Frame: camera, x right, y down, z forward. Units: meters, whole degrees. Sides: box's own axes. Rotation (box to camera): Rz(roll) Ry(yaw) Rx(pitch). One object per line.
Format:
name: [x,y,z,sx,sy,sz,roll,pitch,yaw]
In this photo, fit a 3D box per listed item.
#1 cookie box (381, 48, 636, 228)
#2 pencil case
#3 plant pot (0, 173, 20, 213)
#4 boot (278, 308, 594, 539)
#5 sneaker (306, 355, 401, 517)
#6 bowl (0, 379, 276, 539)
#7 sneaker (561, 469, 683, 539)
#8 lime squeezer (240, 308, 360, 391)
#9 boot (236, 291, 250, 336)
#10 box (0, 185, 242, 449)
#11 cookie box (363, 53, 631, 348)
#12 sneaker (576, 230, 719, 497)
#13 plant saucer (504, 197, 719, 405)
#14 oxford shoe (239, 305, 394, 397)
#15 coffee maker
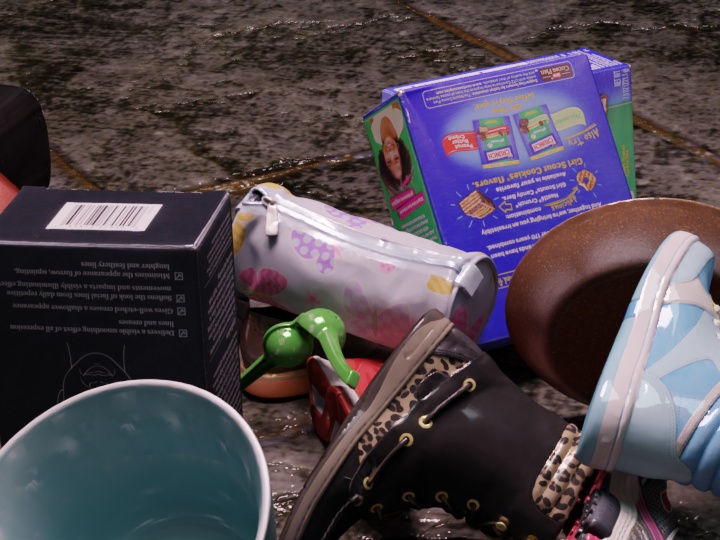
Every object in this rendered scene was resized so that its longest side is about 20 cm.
cookie box: [0.125,-0.079,1.803,0.200,0.171,0.075,-14,21,-24]
pencil case: [0.000,0.000,1.575,0.200,0.091,0.083,20,40,25]
plant pot: [-0.345,0.008,1.592,0.176,0.200,0.200,21,48,9]
boot: [0.048,0.143,1.374,0.151,0.200,0.073,33,-10,2]
sneaker: [0.037,0.100,1.509,0.115,0.078,0.200,-9,25,-12]
bowl: [-0.128,0.174,1.260,0.201,0.105,0.201,-11,52,15]
sneaker: [0.169,0.163,1.366,0.075,0.081,0.200,29,28,2]
lime squeezer: [-0.044,0.064,1.533,0.038,0.071,0.200,19,-19,-30]
boot: [-0.199,0.040,1.683,0.154,0.074,0.204,9,19,31]
box: [-0.164,0.054,1.480,0.148,0.200,0.107,2,22,9]
cookie box: [0.115,-0.048,1.669,0.171,0.200,0.075,-13,-7,-24]
sneaker: [0.221,0.066,1.367,0.130,0.080,0.200,20,49,10]
plant saucer: [0.200,0.037,1.508,0.200,0.201,0.037,-1,43,4]
oxford shoe: [-0.002,0.037,1.664,0.200,0.073,0.071,-18,27,-33]
coffee maker: [-0.346,-0.073,1.926,0.192,0.135,0.200,25,28,4]
